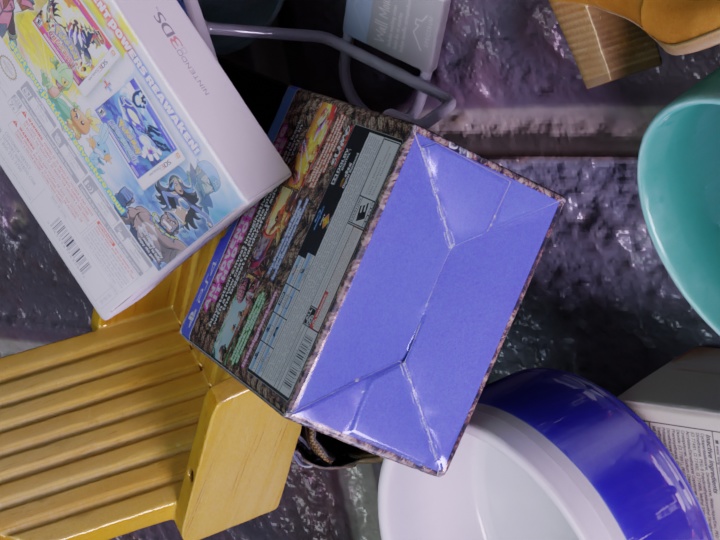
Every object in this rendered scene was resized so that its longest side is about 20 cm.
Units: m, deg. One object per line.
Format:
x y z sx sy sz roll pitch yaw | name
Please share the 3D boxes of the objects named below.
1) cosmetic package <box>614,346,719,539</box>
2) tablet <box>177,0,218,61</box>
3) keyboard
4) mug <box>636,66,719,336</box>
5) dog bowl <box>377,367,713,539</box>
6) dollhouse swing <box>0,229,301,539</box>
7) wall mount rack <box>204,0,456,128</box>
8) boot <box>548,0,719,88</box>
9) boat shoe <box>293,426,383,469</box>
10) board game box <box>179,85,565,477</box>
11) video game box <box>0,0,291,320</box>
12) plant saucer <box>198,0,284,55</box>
0.241 0.107 1.076 0.199 0.087 0.104 8 115 43 | cosmetic package
-0.129 -0.073 1.263 0.200 0.014 0.131 -32 72 54 | tablet
-0.079 -0.110 1.301 0.199 0.040 0.104 26 151 37 | keyboard
0.232 -0.040 0.972 0.185 0.114 0.153 7 125 57 | mug
0.100 0.158 1.129 0.200 0.078 0.201 33 135 40 | dog bowl
-0.156 0.058 1.327 0.201 0.174 0.183 -119 35 -42 | dollhouse swing
-0.016 -0.171 1.189 0.173 0.074 0.201 27 127 23 | wall mount rack
0.144 -0.174 0.980 0.201 0.070 0.145 -14 95 56 | boot
-0.014 0.089 1.327 0.199 0.072 0.073 -13 101 47 | boat shoe
0.000 0.000 1.127 0.160 0.096 0.200 -66 23 2 | board game box
-0.150 -0.093 1.187 0.201 0.047 0.182 56 142 0 | video game box
-0.101 -0.234 1.279 0.199 0.036 0.202 21 123 37 | plant saucer
